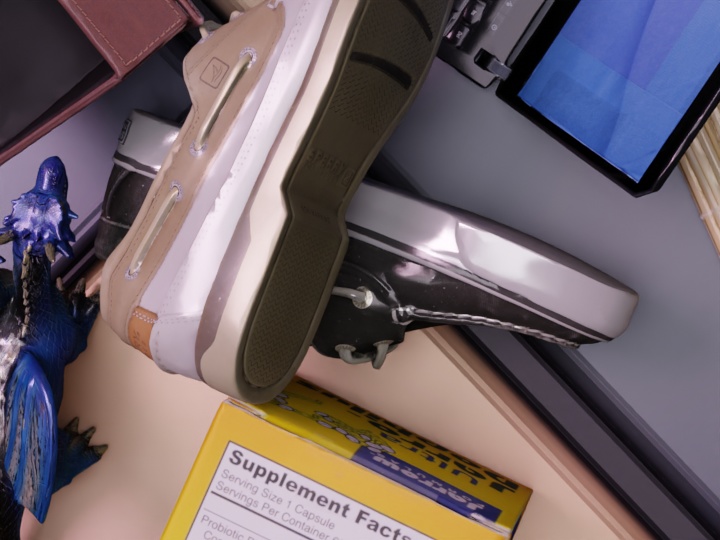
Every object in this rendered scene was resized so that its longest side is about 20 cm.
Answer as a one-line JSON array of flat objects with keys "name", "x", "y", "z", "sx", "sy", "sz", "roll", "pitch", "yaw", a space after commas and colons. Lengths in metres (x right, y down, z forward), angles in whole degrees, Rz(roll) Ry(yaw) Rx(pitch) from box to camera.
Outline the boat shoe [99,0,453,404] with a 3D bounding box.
[{"name": "boat shoe", "x": -0.027, "y": -0.059, "z": 0.836, "sx": 0.068, "sy": 0.075, "sz": 0.201, "roll": 20, "pitch": 80, "yaw": 26}]

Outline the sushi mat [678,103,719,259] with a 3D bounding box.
[{"name": "sushi mat", "x": 0.184, "y": 0.001, "z": 0.898, "sx": 0.095, "sy": 0.012, "sz": 0.201, "roll": -25, "pitch": 89, "yaw": 7}]

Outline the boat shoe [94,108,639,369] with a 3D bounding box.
[{"name": "boat shoe", "x": 0.000, "y": 0.000, "z": 0.899, "sx": 0.199, "sy": 0.071, "sz": 0.064, "roll": 18, "pitch": 94, "yaw": 15}]

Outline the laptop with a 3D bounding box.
[{"name": "laptop", "x": 0.067, "y": -0.151, "z": 0.862, "sx": 0.200, "sy": 0.103, "sz": 0.178, "roll": 35, "pitch": 96, "yaw": 5}]

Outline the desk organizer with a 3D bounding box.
[{"name": "desk organizer", "x": -0.151, "y": -0.133, "z": 0.830, "sx": 0.077, "sy": 0.072, "sz": 0.200, "roll": -43, "pitch": 103, "yaw": -15}]

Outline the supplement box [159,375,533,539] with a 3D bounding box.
[{"name": "supplement box", "x": -0.030, "y": 0.150, "z": 0.885, "sx": 0.108, "sy": 0.110, "sz": 0.201, "roll": 25, "pitch": 96, "yaw": 6}]

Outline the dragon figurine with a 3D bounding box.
[{"name": "dragon figurine", "x": -0.130, "y": 0.055, "z": 0.898, "sx": 0.059, "sy": 0.099, "sz": 0.201, "roll": 8, "pitch": 98, "yaw": 8}]
